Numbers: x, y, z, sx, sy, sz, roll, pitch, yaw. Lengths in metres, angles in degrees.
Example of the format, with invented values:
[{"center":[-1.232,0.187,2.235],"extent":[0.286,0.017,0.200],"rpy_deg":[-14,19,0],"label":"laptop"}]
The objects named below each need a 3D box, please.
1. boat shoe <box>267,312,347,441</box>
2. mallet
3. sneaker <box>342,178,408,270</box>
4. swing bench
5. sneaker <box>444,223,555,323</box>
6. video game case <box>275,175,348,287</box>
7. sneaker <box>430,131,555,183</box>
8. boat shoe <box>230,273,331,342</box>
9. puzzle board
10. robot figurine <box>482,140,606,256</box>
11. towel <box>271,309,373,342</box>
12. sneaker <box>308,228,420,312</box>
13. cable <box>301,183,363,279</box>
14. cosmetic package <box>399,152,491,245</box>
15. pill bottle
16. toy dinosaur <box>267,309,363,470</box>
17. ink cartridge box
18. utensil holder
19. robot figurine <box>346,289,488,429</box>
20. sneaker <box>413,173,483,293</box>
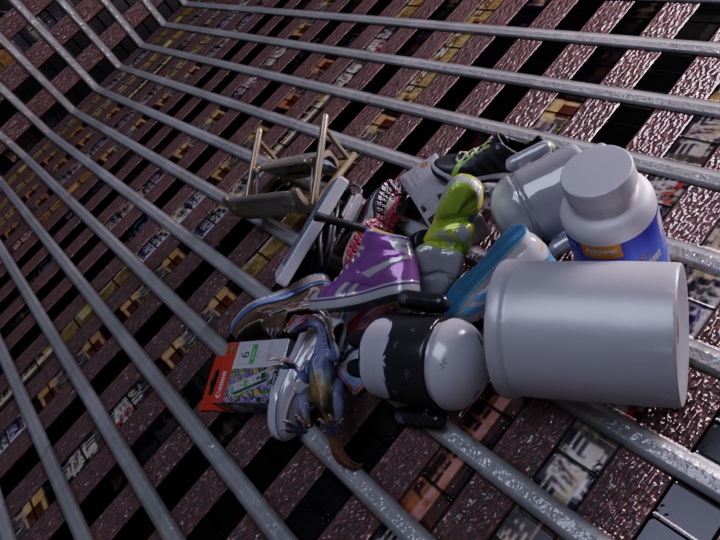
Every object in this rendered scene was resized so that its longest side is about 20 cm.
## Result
[{"center":[-0.077,0.160,0.951],"extent":[0.065,0.073,0.202],"rpy_deg":[6,74,45],"label":"boat shoe"},{"center":[0.021,-0.058,1.023],"extent":[0.198,0.066,0.042],"rpy_deg":[13,75,-1],"label":"mallet"},{"center":[0.022,-0.063,1.104],"extent":[0.075,0.080,0.201],"rpy_deg":[-28,30,55],"label":"sneaker"},{"center":[-0.142,-0.188,1.287],"extent":[0.197,0.130,0.202],"rpy_deg":[0,60,35],"label":"swing bench"},{"center":[0.185,0.032,0.894],"extent":[0.200,0.081,0.077],"rpy_deg":[-47,17,23],"label":"sneaker"},{"center":[-0.090,-0.068,1.102],"extent":[0.201,0.023,0.182],"rpy_deg":[-59,9,-2],"label":"video game case"},{"center":[0.213,-0.191,1.033],"extent":[0.198,0.083,0.072],"rpy_deg":[2,38,15],"label":"sneaker"},{"center":[-0.132,0.079,1.059],"extent":[0.199,0.072,0.073],"rpy_deg":[-31,55,16],"label":"boat shoe"},{"center":[0.025,0.078,0.996],"extent":[0.200,0.017,0.151],"rpy_deg":[-42,47,-2],"label":"puzzle board"},{"center":[0.275,-0.106,0.924],"extent":[0.199,0.113,0.171],"rpy_deg":[-26,67,14],"label":"robot figurine"},{"center":[-0.064,0.096,1.063],"extent":[0.198,0.018,0.087],"rpy_deg":[-9,55,29],"label":"towel"},{"center":[0.001,0.000,0.967],"extent":[0.199,0.072,0.116],"rpy_deg":[-16,77,31],"label":"sneaker"},{"center":[-0.065,-0.057,1.125],"extent":[0.163,0.051,0.201],"rpy_deg":[-35,27,57],"label":"cable"},{"center":[0.139,-0.114,1.076],"extent":[0.082,0.051,0.201],"rpy_deg":[-31,42,6],"label":"cosmetic package"},{"center":[0.312,-0.054,0.785],"extent":[0.111,0.200,0.113],"rpy_deg":[-19,45,21],"label":"pill bottle"},{"center":[-0.066,0.151,0.898],"extent":[0.104,0.201,0.182],"rpy_deg":[-11,34,11],"label":"toy dinosaur"},{"center":[-0.195,0.176,1.052],"extent":[0.198,0.050,0.110],"rpy_deg":[-7,56,30],"label":"ink cartridge box"},{"center":[0.266,0.070,0.738],"extent":[0.198,0.170,0.171],"rpy_deg":[-1,53,31],"label":"utensil holder"},{"center":[0.078,0.120,0.861],"extent":[0.198,0.151,0.125],"rpy_deg":[2,38,37],"label":"robot figurine"},{"center":[0.134,-0.051,0.959],"extent":[0.201,0.075,0.105],"rpy_deg":[-66,-6,19],"label":"sneaker"}]
